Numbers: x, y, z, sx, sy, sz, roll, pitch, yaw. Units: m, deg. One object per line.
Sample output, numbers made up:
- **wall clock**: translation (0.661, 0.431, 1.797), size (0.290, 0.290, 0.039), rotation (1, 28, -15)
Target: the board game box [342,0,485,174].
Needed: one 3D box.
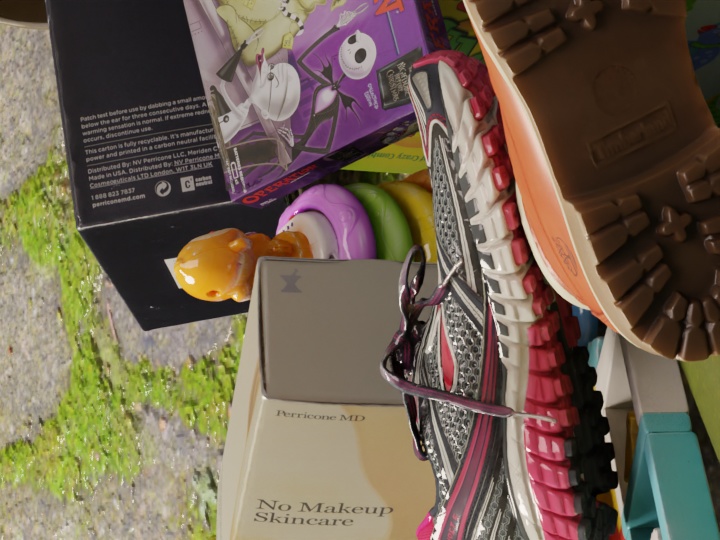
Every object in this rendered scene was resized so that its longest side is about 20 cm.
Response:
- **board game box**: translation (0.054, -0.131, 0.897), size (0.200, 0.101, 0.048), rotation (-55, 49, 35)

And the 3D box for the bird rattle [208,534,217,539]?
- **bird rattle**: translation (-0.009, 0.208, 0.972), size (0.163, 0.112, 0.201), rotation (-45, 56, 21)

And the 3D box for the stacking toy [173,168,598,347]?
- **stacking toy**: translation (0.000, 0.000, 0.879), size (0.116, 0.199, 0.111), rotation (-35, 60, 47)

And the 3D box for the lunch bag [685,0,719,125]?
- **lunch bag**: translation (0.154, -0.118, 0.700), size (0.200, 0.159, 0.083), rotation (133, 136, -62)

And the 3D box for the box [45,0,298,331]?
- **box**: translation (-0.093, -0.086, 1.006), size (0.200, 0.103, 0.184), rotation (80, -179, -74)

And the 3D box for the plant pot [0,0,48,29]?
- **plant pot**: translation (-0.184, -0.238, 1.168), size (0.134, 0.198, 0.202), rotation (145, 126, -88)

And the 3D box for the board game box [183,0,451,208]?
- **board game box**: translation (-0.030, -0.143, 0.872), size (0.119, 0.032, 0.201), rotation (-23, 72, 26)

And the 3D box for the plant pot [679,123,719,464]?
- **plant pot**: translation (0.189, 0.034, 0.666), size (0.201, 0.199, 0.190), rotation (-64, 31, 27)

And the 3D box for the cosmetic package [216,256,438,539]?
- **cosmetic package**: translation (-0.007, 0.080, 0.862), size (0.201, 0.104, 0.072), rotation (102, 167, -55)

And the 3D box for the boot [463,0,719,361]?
- **boot**: translation (0.067, -0.071, 0.638), size (0.107, 0.075, 0.201), rotation (-156, 48, -78)

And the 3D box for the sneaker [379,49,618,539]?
- **sneaker**: translation (0.042, 0.018, 0.725), size (0.074, 0.081, 0.202), rotation (-8, 95, 21)

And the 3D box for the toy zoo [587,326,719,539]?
- **toy zoo**: translation (0.112, 0.104, 0.753), size (0.201, 0.020, 0.132), rotation (-95, 4, -45)
